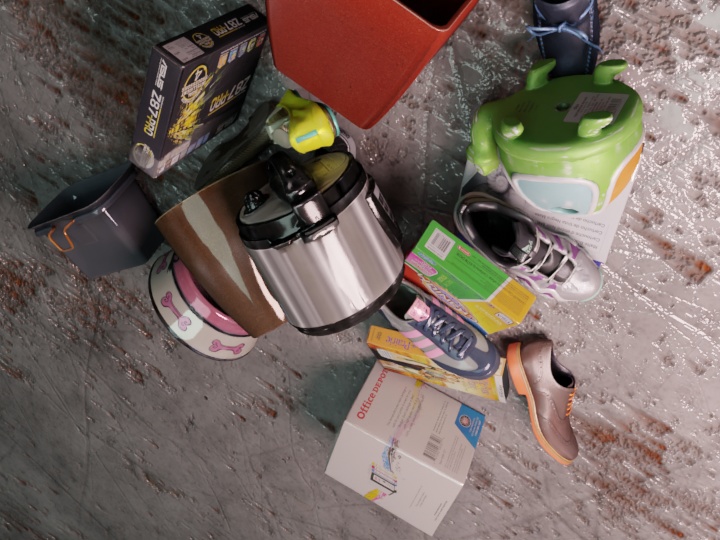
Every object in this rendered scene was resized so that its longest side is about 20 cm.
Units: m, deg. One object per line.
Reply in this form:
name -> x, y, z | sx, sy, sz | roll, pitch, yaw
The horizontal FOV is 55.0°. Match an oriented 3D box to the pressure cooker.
pressure cooker -> -0.053, -0.047, 0.829 | 0.173, 0.180, 0.203 | -9, 121, 37

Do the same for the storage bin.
storage bin -> -0.423, -0.066, 1.132 | 0.196, 0.147, 0.136 | -13, 125, 33

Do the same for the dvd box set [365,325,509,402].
dvd box set -> 0.115, 0.137, 0.999 | 0.195, 0.030, 0.147 | 13, 160, 19

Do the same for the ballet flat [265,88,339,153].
ballet flat -> -0.081, -0.179, 0.841 | 0.066, 0.200, 0.068 | -30, 113, -6

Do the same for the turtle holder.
turtle holder -> 0.198, -0.124, 0.717 | 0.181, 0.143, 0.133 | -11, 131, 16

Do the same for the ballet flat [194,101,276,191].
ballet flat -> -0.172, -0.166, 0.985 | 0.046, 0.069, 0.198 | 28, 134, -34

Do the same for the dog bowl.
dog bowl -> -0.215, 0.031, 1.046 | 0.200, 0.201, 0.074 | 46, 120, -7

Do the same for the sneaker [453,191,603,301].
sneaker -> 0.189, -0.018, 0.776 | 0.197, 0.140, 0.079 | 28, 100, 5

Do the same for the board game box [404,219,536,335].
board game box -> 0.122, 0.019, 0.885 | 0.152, 0.041, 0.200 | 37, 168, 2

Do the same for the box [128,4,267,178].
box -> -0.199, -0.227, 0.861 | 0.049, 0.201, 0.162 | 34, 129, 2

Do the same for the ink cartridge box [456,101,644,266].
ink cartridge box -> 0.217, -0.083, 0.844 | 0.195, 0.041, 0.204 | 18, 127, 16

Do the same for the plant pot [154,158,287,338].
plant pot -> -0.154, -0.019, 0.958 | 0.185, 0.186, 0.204 | -25, 96, 36

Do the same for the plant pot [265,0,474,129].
plant pot -> 0.010, -0.280, 0.738 | 0.198, 0.201, 0.177 | 34, 142, 2

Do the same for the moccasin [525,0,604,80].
moccasin -> 0.200, -0.278, 0.707 | 0.079, 0.069, 0.204 | -3, 121, 28

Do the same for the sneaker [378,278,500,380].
sneaker -> 0.092, 0.073, 0.902 | 0.197, 0.071, 0.082 | 31, 172, 21

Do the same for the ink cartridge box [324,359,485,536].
ink cartridge box -> 0.068, 0.273, 1.082 | 0.196, 0.148, 0.147 | 27, 129, 9

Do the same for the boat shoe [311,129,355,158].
boat shoe -> -0.044, -0.089, 0.956 | 0.072, 0.068, 0.203 | 20, 127, 13

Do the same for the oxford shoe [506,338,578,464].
oxford shoe -> 0.274, 0.187, 0.972 | 0.071, 0.071, 0.203 | -19, 110, 29
